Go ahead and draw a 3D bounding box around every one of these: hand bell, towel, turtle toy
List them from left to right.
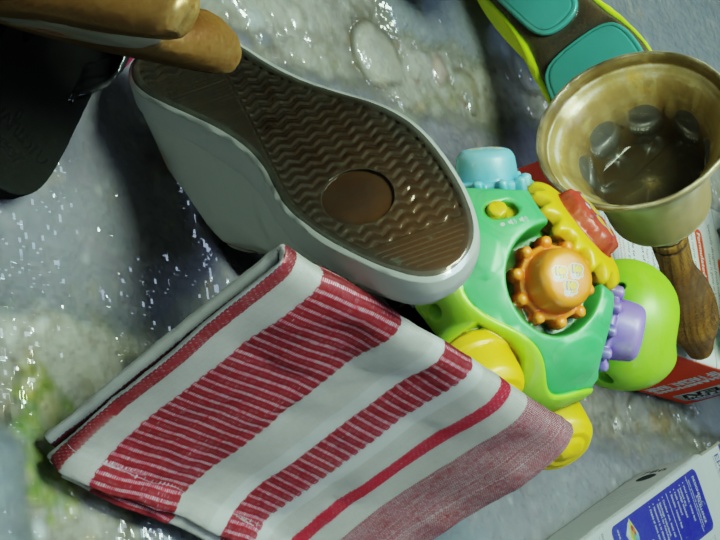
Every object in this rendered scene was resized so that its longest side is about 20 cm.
[{"bbox_3d":[-0.017,0.074,0.868,0.200,0.144,0.023,33,26,-42],"label":"towel"},{"bbox_3d":[0.086,0.013,0.989,0.200,0.101,0.146,35,20,-51],"label":"turtle toy"},{"bbox_3d":[0.169,-0.013,1.099,0.200,0.104,0.104,63,31,-48],"label":"hand bell"}]

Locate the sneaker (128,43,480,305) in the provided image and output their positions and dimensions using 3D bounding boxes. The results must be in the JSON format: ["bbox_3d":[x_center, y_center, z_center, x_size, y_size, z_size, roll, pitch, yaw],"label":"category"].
[{"bbox_3d":[-0.019,-0.032,0.883,0.073,0.200,0.085,-36,140,-21],"label":"sneaker"}]

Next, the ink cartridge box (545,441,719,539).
[{"bbox_3d":[0.168,0.174,1.169,0.200,0.039,0.100,-20,92,-54],"label":"ink cartridge box"}]

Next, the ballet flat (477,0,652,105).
[{"bbox_3d":[0.126,-0.125,1.176,0.200,0.067,0.067,58,7,30],"label":"ballet flat"}]

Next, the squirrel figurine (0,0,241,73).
[{"bbox_3d":[-0.118,-0.188,0.792,0.142,0.200,0.187,8,94,-78],"label":"squirrel figurine"}]

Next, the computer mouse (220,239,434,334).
[{"bbox_3d":[0.000,0.000,1.016,0.200,0.034,0.059,30,52,-45],"label":"computer mouse"}]

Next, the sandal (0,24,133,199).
[{"bbox_3d":[-0.121,-0.113,0.887,0.075,0.045,0.200,46,43,-32],"label":"sandal"}]

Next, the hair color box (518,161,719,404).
[{"bbox_3d":[0.163,0.008,1.212,0.200,0.064,0.111,17,61,-48],"label":"hair color box"}]
